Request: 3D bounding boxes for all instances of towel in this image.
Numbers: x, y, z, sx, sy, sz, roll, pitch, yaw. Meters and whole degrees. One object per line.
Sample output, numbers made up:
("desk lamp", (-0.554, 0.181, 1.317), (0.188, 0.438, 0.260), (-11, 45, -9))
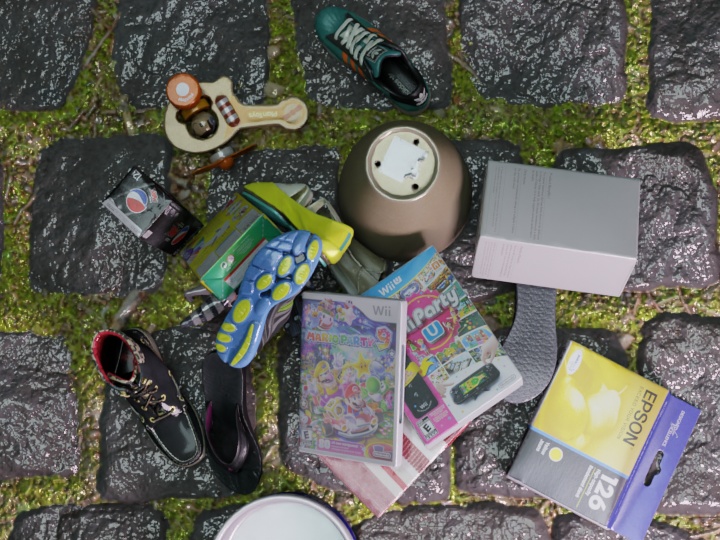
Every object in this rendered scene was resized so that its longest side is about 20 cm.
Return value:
("towel", (0.042, 0.192, 1.436), (0.200, 0.023, 0.144), (-45, 77, -2))

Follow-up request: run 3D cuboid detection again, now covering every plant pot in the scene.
("plant pot", (0.055, -0.117, 1.448), (0.185, 0.200, 0.190), (0, 83, 4))

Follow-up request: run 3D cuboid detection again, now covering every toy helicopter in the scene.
("toy helicopter", (-0.167, -0.197, 1.532), (0.197, 0.079, 0.134), (-4, 84, -1))

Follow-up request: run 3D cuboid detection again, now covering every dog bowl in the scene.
("dog bowl", (-0.096, 0.389, 1.462), (0.197, 0.079, 0.203), (0, 84, 4))

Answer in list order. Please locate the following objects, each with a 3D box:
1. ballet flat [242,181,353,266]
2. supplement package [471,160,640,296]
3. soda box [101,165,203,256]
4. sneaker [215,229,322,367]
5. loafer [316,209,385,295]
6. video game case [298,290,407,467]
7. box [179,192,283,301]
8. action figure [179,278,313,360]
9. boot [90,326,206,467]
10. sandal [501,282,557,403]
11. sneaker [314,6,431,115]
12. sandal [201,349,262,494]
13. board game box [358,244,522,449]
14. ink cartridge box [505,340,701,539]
("ballet flat", (-0.077, -0.074, 1.461), (0.067, 0.067, 0.200), (-47, 48, -5))
("supplement package", (0.251, -0.053, 1.457), (0.197, 0.118, 0.118), (8, 63, 4))
("soda box", (-0.265, -0.073, 1.460), (0.071, 0.200, 0.063), (41, 87, 7))
("sneaker", (-0.113, 0.028, 1.394), (0.070, 0.083, 0.201), (34, 111, 3))
("loafer", (0.000, 0.000, 1.503), (0.069, 0.075, 0.201), (-30, 89, 0))
("video game case", (-0.012, 0.131, 1.389), (0.142, 0.018, 0.203), (4, 95, 29))
("box", (-0.172, -0.036, 1.467), (0.117, 0.200, 0.048), (-46, 113, -3))
("action figure", (-0.130, 0.044, 1.472), (0.193, 0.104, 0.201), (-37, 58, 16))
("boot", (-0.276, 0.164, 1.458), (0.073, 0.154, 0.205), (-29, 83, 0))
("sandal", (0.227, 0.081, 1.499), (0.075, 0.043, 0.203), (12, 74, 5))
("sneaker", (0.017, -0.294, 1.527), (0.200, 0.080, 0.072), (40, 87, 7))
("sandal", (-0.177, 0.204, 1.474), (0.074, 0.048, 0.203), (-4, 106, 17))
("board game box", (0.087, 0.096, 1.406), (0.147, 0.064, 0.201), (-34, 74, 1))
("ink cartridge box", (0.319, 0.225, 1.475), (0.198, 0.047, 0.199), (26, 85, 8))
